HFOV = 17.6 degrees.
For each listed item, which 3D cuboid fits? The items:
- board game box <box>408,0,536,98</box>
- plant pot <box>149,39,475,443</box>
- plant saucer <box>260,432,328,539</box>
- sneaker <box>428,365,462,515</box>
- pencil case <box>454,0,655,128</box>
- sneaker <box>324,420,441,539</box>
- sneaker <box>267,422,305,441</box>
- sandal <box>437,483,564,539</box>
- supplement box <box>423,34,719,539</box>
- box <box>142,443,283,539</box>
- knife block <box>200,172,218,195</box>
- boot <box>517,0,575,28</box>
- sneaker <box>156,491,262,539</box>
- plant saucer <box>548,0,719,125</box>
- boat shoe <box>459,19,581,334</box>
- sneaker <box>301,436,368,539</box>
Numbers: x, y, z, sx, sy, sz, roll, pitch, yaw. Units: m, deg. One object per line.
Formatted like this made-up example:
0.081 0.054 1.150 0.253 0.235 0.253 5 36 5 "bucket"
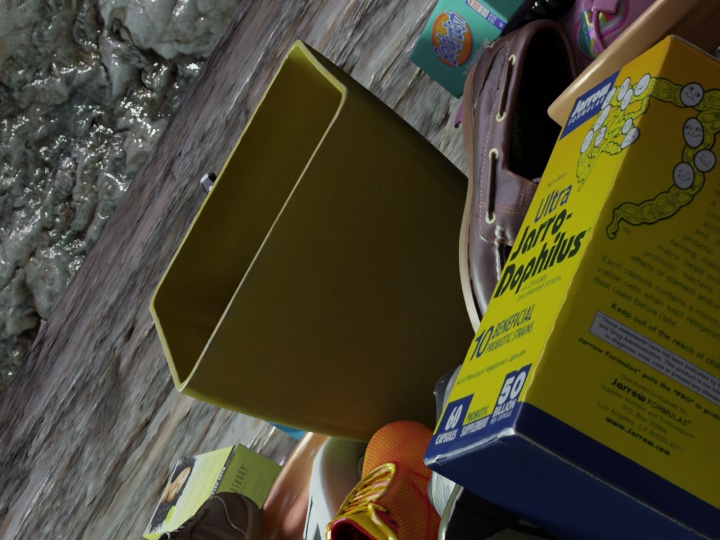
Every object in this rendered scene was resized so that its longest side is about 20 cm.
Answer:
0.115 -0.210 1.390 0.200 0.045 0.152 -52 -1 -16 "board game box"
0.000 0.000 1.436 0.201 0.175 0.200 -60 17 8 "plant pot"
-0.032 0.174 1.537 0.201 0.037 0.200 -58 12 21 "plant saucer"
0.084 0.049 1.202 0.087 0.073 0.201 -16 51 65 "sneaker"
0.128 -0.111 1.387 0.200 0.087 0.088 -36 28 62 "pencil case"
0.018 0.141 1.277 0.073 0.077 0.201 -32 27 19 "sneaker"
-0.049 0.077 1.733 0.081 0.076 0.200 -59 14 3 "sneaker"
0.100 0.075 1.121 0.202 0.080 0.057 -58 14 -28 "sandal"
0.127 0.016 1.047 0.201 0.109 0.109 -66 13 -20 "supplement box"
-0.117 0.185 1.836 0.076 0.050 0.200 -65 13 -16 "box"
-0.025 -0.023 1.608 0.064 0.175 0.200 -60 12 9 "knife block"
0.158 -0.233 1.531 0.158 0.079 0.212 -65 0 -48 "boot"
-0.114 0.196 1.563 0.071 0.075 0.200 -58 13 18 "sneaker"
0.179 -0.138 1.177 0.200 0.037 0.200 -43 -1 0 "plant saucer"
0.095 -0.040 1.283 0.070 0.070 0.202 -33 59 57 "boat shoe"
-0.022 0.185 1.382 0.112 0.073 0.201 -54 16 26 "sneaker"
